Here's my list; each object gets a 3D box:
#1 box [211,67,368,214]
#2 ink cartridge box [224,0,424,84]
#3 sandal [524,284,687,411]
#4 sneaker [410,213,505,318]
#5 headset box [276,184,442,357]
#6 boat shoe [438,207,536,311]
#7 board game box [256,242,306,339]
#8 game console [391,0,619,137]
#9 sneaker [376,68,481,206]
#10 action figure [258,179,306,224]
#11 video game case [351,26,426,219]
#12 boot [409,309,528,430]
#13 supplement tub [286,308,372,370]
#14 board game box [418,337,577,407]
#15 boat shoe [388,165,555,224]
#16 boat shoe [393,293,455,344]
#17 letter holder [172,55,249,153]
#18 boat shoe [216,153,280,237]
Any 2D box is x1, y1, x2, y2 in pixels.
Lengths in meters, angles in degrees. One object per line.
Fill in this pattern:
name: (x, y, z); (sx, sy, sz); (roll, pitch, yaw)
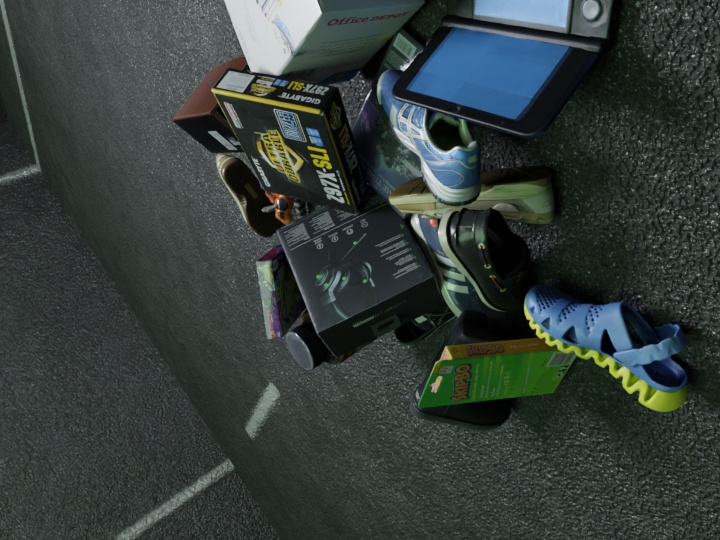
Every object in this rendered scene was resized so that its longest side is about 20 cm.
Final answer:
box: (-0.085, -0.166, 0.804); (0.159, 0.049, 0.200); (15, 154, 21)
ink cartridge box: (-0.051, -0.330, 0.740); (0.200, 0.147, 0.145); (-22, 89, 59)
sandal: (0.279, 0.065, 0.681); (0.200, 0.079, 0.087); (31, 136, 27)
sneaker: (0.145, -0.010, 0.808); (0.200, 0.075, 0.084); (57, 145, -1)
headset box: (0.000, 0.000, 0.860); (0.200, 0.174, 0.093); (63, 180, 33)
boat shoe: (0.167, -0.005, 0.719); (0.063, 0.074, 0.201); (-2, 151, 39)
board game box: (-0.112, 0.016, 0.960); (0.032, 0.200, 0.121); (-7, 104, 12)
game console: (0.129, -0.247, 0.589); (0.200, 0.118, 0.171); (29, 138, 40)
sneaker: (0.081, -0.168, 0.683); (0.200, 0.075, 0.077); (59, 162, 28)
action figure: (-0.141, -0.177, 1.098); (0.200, 0.104, 0.194); (-109, 22, -47)
video game case: (0.058, -0.187, 0.792); (0.143, 0.019, 0.200); (48, 133, 20)
boot: (0.175, 0.141, 0.846); (0.066, 0.164, 0.200); (-104, 27, -44)
supplement tub: (-0.023, 0.083, 1.003); (0.107, 0.200, 0.107); (36, 141, 35)
board game box: (0.171, 0.127, 0.763); (0.030, 0.199, 0.096); (-113, 27, -42)
boat shoe: (0.129, -0.082, 0.732); (0.200, 0.073, 0.063); (-3, 119, 27)
boat shoe: (0.104, 0.057, 0.934); (0.075, 0.062, 0.200); (52, 147, 16)
letter holder: (-0.231, -0.299, 1.102); (0.101, 0.142, 0.200); (39, 166, -33)
boat shoe: (-0.222, -0.153, 1.203); (0.076, 0.072, 0.200); (41, 161, 43)
